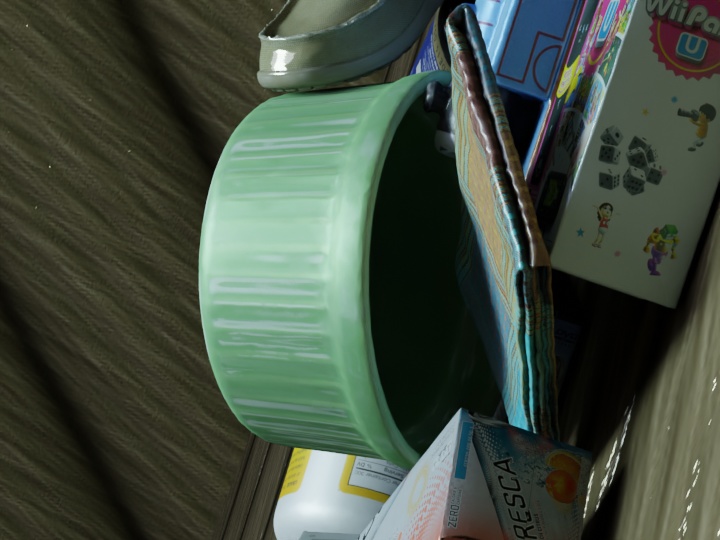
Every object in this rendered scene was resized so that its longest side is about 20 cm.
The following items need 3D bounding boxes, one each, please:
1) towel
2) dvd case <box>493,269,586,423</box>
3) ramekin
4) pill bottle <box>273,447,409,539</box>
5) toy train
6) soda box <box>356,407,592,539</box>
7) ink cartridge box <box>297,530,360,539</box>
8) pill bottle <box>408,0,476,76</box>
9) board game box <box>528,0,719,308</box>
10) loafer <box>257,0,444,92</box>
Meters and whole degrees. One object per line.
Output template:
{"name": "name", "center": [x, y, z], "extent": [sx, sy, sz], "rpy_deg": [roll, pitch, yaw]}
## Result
{"name": "towel", "center": [0.062, -0.003, 1.201], "extent": [0.200, 0.022, 0.147], "rpy_deg": [81, 175, -56]}
{"name": "dvd case", "center": [0.073, 0.099, 1.409], "extent": [0.143, 0.018, 0.200], "rpy_deg": [-92, 20, -79]}
{"name": "ramekin", "center": [0.000, 0.000, 1.352], "extent": [0.200, 0.098, 0.200], "rpy_deg": [1, -90, -65]}
{"name": "pill bottle", "center": [0.012, 0.114, 1.541], "extent": [0.104, 0.104, 0.200], "rpy_deg": [119, 169, -68]}
{"name": "toy train", "center": [0.103, -0.122, 1.295], "extent": [0.087, 0.114, 0.200], "rpy_deg": [-126, 54, -85]}
{"name": "soda box", "center": [0.032, 0.141, 1.187], "extent": [0.200, 0.064, 0.068], "rpy_deg": [125, 161, -52]}
{"name": "ink cartridge box", "center": [-0.013, 0.248, 1.399], "extent": [0.109, 0.050, 0.200], "rpy_deg": [-57, -36, -55]}
{"name": "pill bottle", "center": [0.075, -0.081, 1.506], "extent": [0.200, 0.112, 0.112], "rpy_deg": [116, 171, -57]}
{"name": "board game box", "center": [0.131, -0.092, 1.180], "extent": [0.148, 0.064, 0.200], "rpy_deg": [-137, 66, -84]}
{"name": "loafer", "center": [0.008, -0.158, 1.385], "extent": [0.200, 0.076, 0.068], "rpy_deg": [-45, -59, -40]}
